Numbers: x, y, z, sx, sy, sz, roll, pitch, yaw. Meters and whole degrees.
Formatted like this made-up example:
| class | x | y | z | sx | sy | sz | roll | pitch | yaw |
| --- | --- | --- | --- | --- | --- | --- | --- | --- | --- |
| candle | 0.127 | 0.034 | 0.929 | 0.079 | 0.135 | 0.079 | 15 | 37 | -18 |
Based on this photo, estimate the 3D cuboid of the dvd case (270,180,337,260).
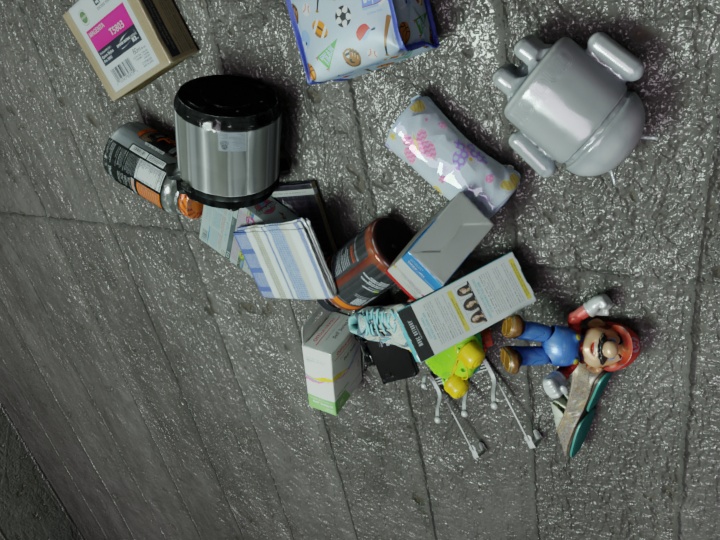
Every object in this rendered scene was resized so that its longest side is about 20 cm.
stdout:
| class | x | y | z | sx | sy | sz | roll | pitch | yaw |
| --- | --- | --- | --- | --- | --- | --- | --- | --- | --- |
| dvd case | -0.114 | -0.067 | 1.139 | 0.147 | 0.016 | 0.203 | 1 | 122 | 35 |

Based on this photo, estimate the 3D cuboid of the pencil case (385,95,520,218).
| class | x | y | z | sx | sy | sz | roll | pitch | yaw |
| --- | --- | --- | --- | --- | --- | --- | --- | --- | --- |
| pencil case | 0.130 | -0.155 | 0.865 | 0.199 | 0.083 | 0.091 | 40 | 115 | 3 |

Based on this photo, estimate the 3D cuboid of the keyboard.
| class | x | y | z | sx | sy | sz | roll | pitch | yaw |
| --- | --- | --- | --- | --- | --- | --- | --- | --- | --- |
| keyboard | 0.037 | 0.122 | 1.167 | 0.102 | 0.040 | 0.203 | -14 | 112 | 14 |

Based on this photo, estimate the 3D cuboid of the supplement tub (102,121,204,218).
| class | x | y | z | sx | sy | sz | roll | pitch | yaw |
| --- | --- | --- | --- | --- | --- | --- | --- | --- | --- |
| supplement tub | -0.374 | -0.186 | 1.157 | 0.198 | 0.123 | 0.124 | 30 | 133 | 13 |

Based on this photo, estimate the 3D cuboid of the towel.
| class | x | y | z | sx | sy | sz | roll | pitch | yaw |
| --- | --- | --- | --- | --- | --- | --- | --- | --- | --- |
| towel | -0.131 | -0.017 | 1.055 | 0.198 | 0.024 | 0.149 | -2 | 117 | 44 |

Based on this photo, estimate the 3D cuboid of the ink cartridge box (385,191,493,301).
| class | x | y | z | sx | sy | sz | roll | pitch | yaw |
| --- | --- | --- | --- | --- | --- | --- | --- | --- | --- |
| ink cartridge box | 0.104 | -0.026 | 0.893 | 0.067 | 0.116 | 0.200 | 42 | 166 | 0 |

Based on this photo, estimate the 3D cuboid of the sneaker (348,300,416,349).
| class | x | y | z | sx | sy | sz | roll | pitch | yaw |
| --- | --- | --- | --- | --- | --- | --- | --- | --- | --- |
| sneaker | 0.038 | 0.094 | 1.022 | 0.200 | 0.085 | 0.079 | 158 | 113 | -67 |

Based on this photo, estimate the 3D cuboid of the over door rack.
| class | x | y | z | sx | sy | sz | roll | pitch | yaw |
| --- | --- | --- | --- | --- | --- | --- | --- | --- | --- |
| over door rack | 0.214 | 0.262 | 1.112 | 0.147 | 0.067 | 0.201 | -27 | 103 | 44 |

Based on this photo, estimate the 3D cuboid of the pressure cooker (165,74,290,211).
| class | x | y | z | sx | sy | sz | roll | pitch | yaw |
| --- | --- | --- | --- | --- | --- | --- | --- | --- | --- |
| pressure cooker | -0.219 | -0.196 | 1.006 | 0.173 | 0.179 | 0.203 | 21 | 130 | 16 |

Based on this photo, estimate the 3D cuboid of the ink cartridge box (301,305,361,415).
| class | x | y | z | sx | sy | sz | roll | pitch | yaw |
| --- | --- | --- | --- | --- | --- | --- | --- | --- | --- |
| ink cartridge box | -0.053 | 0.165 | 1.189 | 0.066 | 0.117 | 0.203 | 14 | 128 | 24 |

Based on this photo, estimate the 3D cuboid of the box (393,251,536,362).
| class | x | y | z | sx | sy | sz | roll | pitch | yaw |
| --- | --- | --- | --- | --- | --- | --- | --- | --- | --- |
| box | 0.154 | 0.055 | 0.913 | 0.083 | 0.197 | 0.049 | 63 | 176 | 5 |

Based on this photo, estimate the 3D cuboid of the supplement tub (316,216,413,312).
| class | x | y | z | sx | sy | sz | roll | pitch | yaw |
| --- | --- | --- | --- | --- | --- | --- | --- | --- | --- |
| supplement tub | 0.000 | 0.000 | 1.043 | 0.107 | 0.107 | 0.199 | 49 | 133 | -6 |

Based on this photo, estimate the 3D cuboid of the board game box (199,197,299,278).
| class | x | y | z | sx | sy | sz | roll | pitch | yaw |
| --- | --- | --- | --- | --- | --- | --- | --- | --- | --- |
| board game box | -0.200 | -0.072 | 1.141 | 0.199 | 0.064 | 0.149 | 36 | 136 | 11 |

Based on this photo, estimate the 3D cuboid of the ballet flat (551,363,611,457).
| class | x | y | z | sx | sy | sz | roll | pitch | yaw |
| --- | --- | --- | --- | --- | --- | --- | --- | --- | --- |
| ballet flat | 0.351 | 0.216 | 0.999 | 0.067 | 0.067 | 0.203 | 34 | 131 | 36 |

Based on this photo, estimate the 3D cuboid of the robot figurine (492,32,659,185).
| class | x | y | z | sx | sy | sz | roll | pitch | yaw |
| --- | --- | --- | --- | --- | --- | --- | --- | --- | --- |
| robot figurine | 0.253 | -0.193 | 0.731 | 0.199 | 0.113 | 0.170 | 40 | 128 | 3 |

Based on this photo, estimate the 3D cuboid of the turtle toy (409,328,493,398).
| class | x | y | z | sx | sy | sz | roll | pitch | yaw |
| --- | --- | --- | --- | --- | --- | --- | --- | --- | --- |
| turtle toy | 0.163 | 0.101 | 1.007 | 0.146 | 0.100 | 0.202 | 47 | 137 | 31 |

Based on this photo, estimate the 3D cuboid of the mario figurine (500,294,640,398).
| class | x | y | z | sx | sy | sz | roll | pitch | yaw |
| --- | --- | --- | --- | --- | --- | --- | --- | --- | --- |
| mario figurine | 0.308 | 0.106 | 0.875 | 0.196 | 0.107 | 0.125 | 1 | 129 | -4 |

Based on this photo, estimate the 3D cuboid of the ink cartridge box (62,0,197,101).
| class | x | y | z | sx | sy | sz | roll | pitch | yaw |
| --- | --- | --- | --- | --- | --- | --- | --- | --- | --- |
| ink cartridge box | -0.397 | -0.408 | 1.051 | 0.198 | 0.075 | 0.167 | -12 | 115 | 40 |

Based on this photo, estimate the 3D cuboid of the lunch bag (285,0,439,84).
| class | x | y | z | sx | sy | sz | roll | pitch | yaw |
| --- | --- | --- | --- | --- | --- | --- | --- | --- | --- |
| lunch bag | -0.011 | -0.365 | 0.790 | 0.168 | 0.123 | 0.204 | -5 | 104 | 36 |
